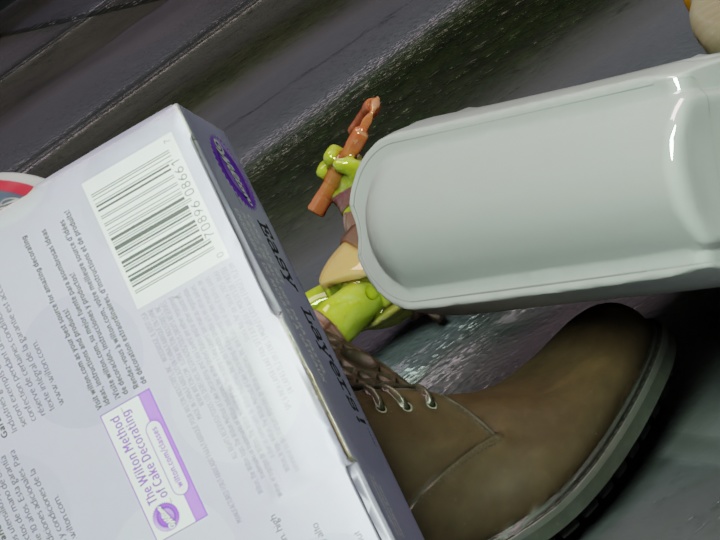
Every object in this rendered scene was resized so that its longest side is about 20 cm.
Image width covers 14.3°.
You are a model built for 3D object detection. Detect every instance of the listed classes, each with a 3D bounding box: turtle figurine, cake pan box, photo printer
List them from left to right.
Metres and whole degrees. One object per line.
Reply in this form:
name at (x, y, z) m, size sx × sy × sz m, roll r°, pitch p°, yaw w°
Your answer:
cake pan box at (-0.084, 0.076, 0.827) m, size 0.184 × 0.201 × 0.052 m, roll -30°, pitch -16°, yaw 9°
turtle figurine at (0.000, 0.000, 1.167) m, size 0.161 × 0.064 × 0.200 m, roll -43°, pitch 24°, yaw -9°
photo printer at (0.103, -0.029, 0.922) m, size 0.166 × 0.070 × 0.200 m, roll -9°, pitch 0°, yaw -33°

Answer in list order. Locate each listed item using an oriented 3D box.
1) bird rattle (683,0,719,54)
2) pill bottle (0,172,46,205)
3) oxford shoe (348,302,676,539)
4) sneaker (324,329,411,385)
bird rattle at (0.211, -0.139, 1.191) m, size 0.163 × 0.113 × 0.200 m, roll -43°, pitch 26°, yaw 6°
pill bottle at (-0.189, 0.051, 1.291) m, size 0.119 × 0.120 × 0.200 m, roll -23°, pitch 17°, yaw 33°
oxford shoe at (0.018, 0.059, 0.884) m, size 0.200 × 0.085 × 0.073 m, roll -36°, pitch 10°, yaw -27°
sneaker at (-0.044, 0.053, 1.001) m, size 0.200 × 0.076 × 0.070 m, roll 34°, pitch 20°, yaw 35°
